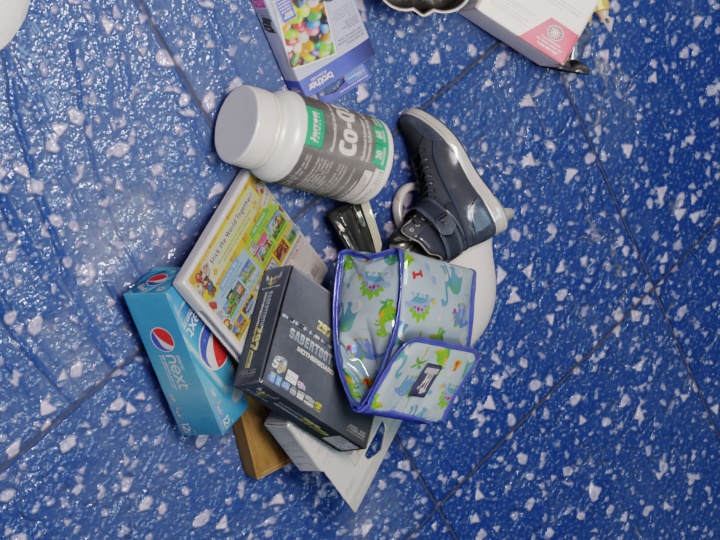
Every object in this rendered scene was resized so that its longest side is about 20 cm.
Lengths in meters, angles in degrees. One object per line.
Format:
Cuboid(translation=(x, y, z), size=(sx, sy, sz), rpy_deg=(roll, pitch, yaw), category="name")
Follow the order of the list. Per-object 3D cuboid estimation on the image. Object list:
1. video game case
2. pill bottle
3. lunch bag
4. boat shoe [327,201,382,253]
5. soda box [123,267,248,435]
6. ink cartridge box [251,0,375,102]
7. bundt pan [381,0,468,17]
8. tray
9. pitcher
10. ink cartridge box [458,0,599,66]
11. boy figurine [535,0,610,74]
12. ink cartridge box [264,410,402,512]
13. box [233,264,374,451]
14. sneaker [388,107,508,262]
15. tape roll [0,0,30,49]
Cuboid(translation=(-0.128, 0.007, 1.694), size=(0.182, 0.023, 0.200), rpy_deg=(53, 45, -31), category="video game case")
Cuboid(translation=(-0.068, -0.153, 1.694), size=(0.200, 0.113, 0.113), rpy_deg=(12, 93, -37), category="pill bottle")
Cuboid(translation=(0.054, 0.082, 1.709), size=(0.170, 0.127, 0.200), rpy_deg=(15, 78, -50), category="lunch bag")
Cuboid(translation=(0.000, 0.001, 1.808), size=(0.066, 0.075, 0.200), rpy_deg=(-15, 121, -3), category="boat shoe")
Cuboid(translation=(-0.205, 0.097, 1.666), size=(0.064, 0.068, 0.200), rpy_deg=(-48, 127, -48), category="soda box")
Cuboid(translation=(-0.056, -0.298, 1.720), size=(0.119, 0.042, 0.200), rpy_deg=(-35, 120, -25), category="ink cartridge box")
Cuboid(translation=(0.074, -0.408, 1.733), size=(0.202, 0.076, 0.202), rpy_deg=(0, 90, -8), category="bundt pan")
Cuboid(translation=(-0.119, 0.153, 1.771), size=(0.099, 0.037, 0.200), rpy_deg=(-24, 114, -30), category="tray")
Cuboid(translation=(0.104, -0.007, 1.861), size=(0.171, 0.121, 0.200), rpy_deg=(19, 78, -16), category="pitcher")
Cuboid(translation=(0.246, -0.391, 1.851), size=(0.146, 0.083, 0.200), rpy_deg=(30, 89, -15), category="ink cartridge box")
Cuboid(translation=(0.303, -0.374, 1.947), size=(0.124, 0.064, 0.200), rpy_deg=(9, 97, -32), category="boy figurine")
Cuboid(translation=(-0.023, 0.179, 1.802), size=(0.174, 0.044, 0.200), rpy_deg=(57, 46, -32), category="ink cartridge box")
Cuboid(translation=(-0.054, 0.109, 1.701), size=(0.200, 0.051, 0.158), rpy_deg=(38, 53, -38), category="box")
Cuboid(translation=(0.076, -0.101, 1.796), size=(0.146, 0.077, 0.202), rpy_deg=(-32, 81, -20), category="sneaker")
Cuboid(translation=(-0.437, -0.305, 1.426), size=(0.200, 0.066, 0.201), rpy_deg=(-9, 105, -35), category="tape roll")
